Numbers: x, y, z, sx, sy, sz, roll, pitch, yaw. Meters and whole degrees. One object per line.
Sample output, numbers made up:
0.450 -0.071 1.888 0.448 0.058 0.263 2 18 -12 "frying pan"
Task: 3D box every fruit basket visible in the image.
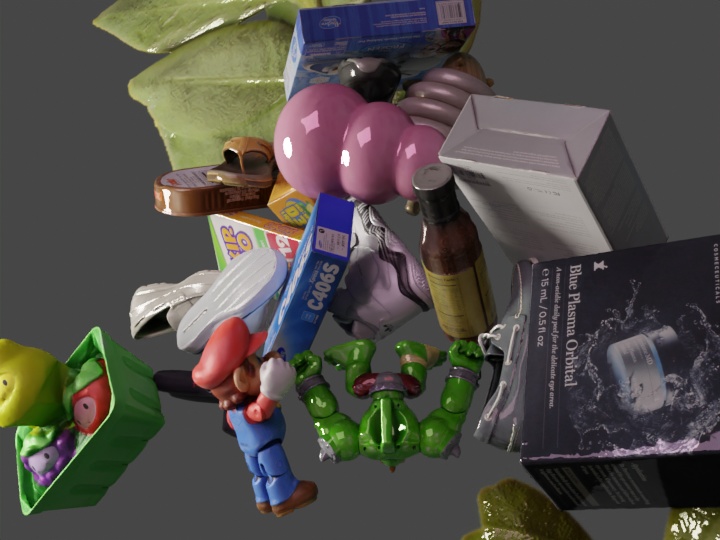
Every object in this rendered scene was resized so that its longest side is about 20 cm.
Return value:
-0.358 0.163 1.146 0.214 0.216 0.157 -35 46 8 "fruit basket"

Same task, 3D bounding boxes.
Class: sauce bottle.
0.092 -0.015 0.976 0.065 0.203 0.067 -10 39 8 "sauce bottle"

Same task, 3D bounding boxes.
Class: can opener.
-0.176 0.141 1.153 0.197 0.063 0.080 8 64 38 "can opener"

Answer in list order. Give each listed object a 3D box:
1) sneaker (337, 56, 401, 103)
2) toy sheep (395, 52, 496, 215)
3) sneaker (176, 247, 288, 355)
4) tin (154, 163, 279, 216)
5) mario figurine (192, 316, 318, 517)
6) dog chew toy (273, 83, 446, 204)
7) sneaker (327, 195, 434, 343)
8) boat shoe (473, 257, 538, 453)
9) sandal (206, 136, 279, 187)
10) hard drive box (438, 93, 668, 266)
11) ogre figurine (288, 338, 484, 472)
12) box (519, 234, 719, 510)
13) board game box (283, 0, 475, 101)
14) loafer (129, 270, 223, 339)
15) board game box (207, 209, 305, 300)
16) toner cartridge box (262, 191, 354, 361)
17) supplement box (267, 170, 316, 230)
0.009 -0.186 1.160 0.074 0.200 0.081 2 77 1 "sneaker"
0.092 -0.157 1.136 0.136 0.137 0.204 13 81 40 "toy sheep"
-0.137 0.040 1.158 0.199 0.070 0.074 -36 48 38 "sneaker"
-0.165 -0.107 1.255 0.196 0.043 0.112 -9 18 -21 "tin"
-0.093 0.141 1.017 0.121 0.204 0.106 -17 7 25 "mario figurine"
0.008 -0.127 1.055 0.196 0.125 0.126 16 67 20 "dog chew toy"
0.000 0.000 1.120 0.114 0.075 0.201 -39 48 2 "sneaker"
0.145 0.076 0.958 0.060 0.073 0.204 6 64 3 "boat shoe"
-0.134 -0.141 1.211 0.078 0.055 0.200 5 20 12 "sandal"
0.189 -0.070 0.950 0.154 0.200 0.078 17 68 40 "hard drive box"
0.025 0.132 0.988 0.195 0.099 0.122 7 58 -12 "ogre figurine"
0.251 0.090 0.853 0.196 0.118 0.200 -9 55 28 "box"
0.015 -0.257 1.162 0.195 0.199 0.044 -8 83 -10 "board game box"
-0.215 0.048 1.248 0.197 0.070 0.071 -14 58 35 "loafer"
-0.122 -0.018 1.209 0.030 0.097 0.198 -28 33 -35 "board game box"
-0.059 0.023 1.074 0.096 0.042 0.202 -83 14 -48 "toner cartridge box"
-0.054 -0.136 1.227 0.068 0.067 0.202 -24 33 29 "supplement box"
